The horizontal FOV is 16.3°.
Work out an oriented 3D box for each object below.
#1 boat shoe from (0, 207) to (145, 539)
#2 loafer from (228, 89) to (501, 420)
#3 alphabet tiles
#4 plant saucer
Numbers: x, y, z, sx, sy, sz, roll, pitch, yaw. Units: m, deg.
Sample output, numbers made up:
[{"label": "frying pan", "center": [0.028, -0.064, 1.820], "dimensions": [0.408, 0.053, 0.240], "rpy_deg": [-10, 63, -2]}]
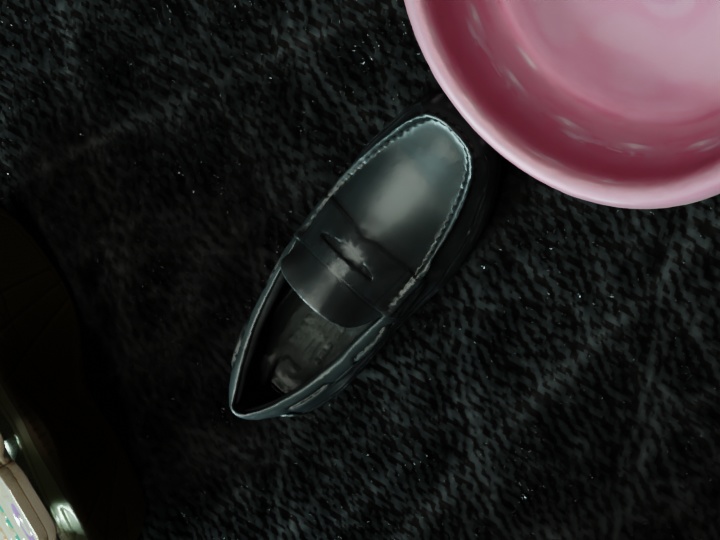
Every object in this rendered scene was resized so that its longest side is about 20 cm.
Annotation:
[{"label": "boat shoe", "center": [-0.180, 0.062, 1.303], "dimensions": [0.065, 0.072, 0.200], "rpy_deg": [-10, 110, 36]}, {"label": "loafer", "center": [0.000, 0.000, 1.149], "dimensions": [0.068, 0.070, 0.201], "rpy_deg": [43, 128, 10]}, {"label": "alphabet tiles", "center": [-0.200, 0.103, 1.302], "dimensions": [0.196, 0.015, 0.200], "rpy_deg": [60, 162, -4]}, {"label": "plant saucer", "center": [0.111, -0.127, 1.028], "dimensions": [0.200, 0.051, 0.201], "rpy_deg": [14, 118, 28]}]
